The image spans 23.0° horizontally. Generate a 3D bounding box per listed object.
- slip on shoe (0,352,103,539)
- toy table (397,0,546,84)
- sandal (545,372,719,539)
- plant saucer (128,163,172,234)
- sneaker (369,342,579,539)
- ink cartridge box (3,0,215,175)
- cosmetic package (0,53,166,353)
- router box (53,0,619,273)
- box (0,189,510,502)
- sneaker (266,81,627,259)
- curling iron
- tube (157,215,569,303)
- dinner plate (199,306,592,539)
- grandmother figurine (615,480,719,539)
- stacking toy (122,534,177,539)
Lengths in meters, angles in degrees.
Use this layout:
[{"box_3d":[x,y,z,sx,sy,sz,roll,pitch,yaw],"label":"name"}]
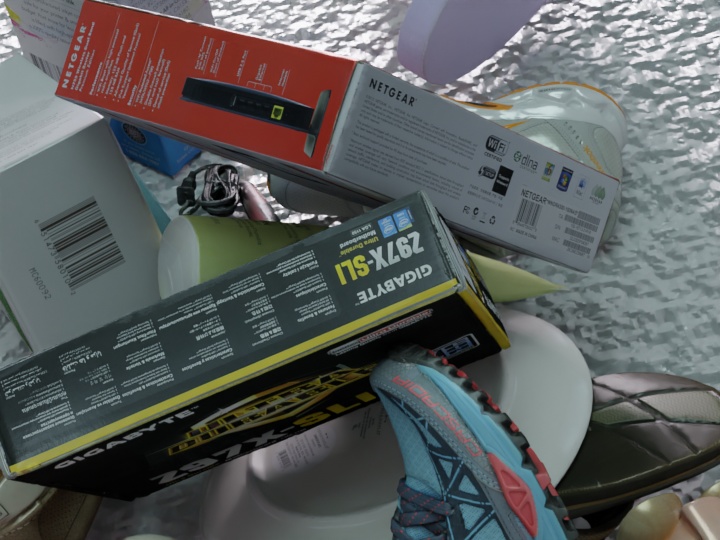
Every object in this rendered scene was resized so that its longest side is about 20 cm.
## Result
[{"box_3d":[-0.142,0.078,0.888,0.076,0.061,0.200,-32,20,25],"label":"slip on shoe"},{"box_3d":[0.053,-0.211,1.054,0.117,0.184,0.200,35,48,19],"label":"toy table"},{"box_3d":[0.081,0.109,0.809,0.200,0.055,0.082,-30,32,3],"label":"sandal"},{"box_3d":[-0.116,-0.029,0.978,0.019,0.070,0.200,-36,48,-5],"label":"plant saucer"},{"box_3d":[0.043,0.127,0.710,0.095,0.200,0.079,-28,6,-7],"label":"sneaker"},{"box_3d":[-0.150,-0.164,1.024,0.115,0.200,0.068,25,56,32],"label":"ink cartridge box"},{"box_3d":[-0.170,-0.036,0.924,0.085,0.108,0.200,-29,23,-14],"label":"cosmetic package"},{"box_3d":[-0.009,-0.061,0.819,0.179,0.200,0.049,19,91,41],"label":"router box"},{"box_3d":[-0.042,0.040,0.766,0.200,0.160,0.049,-23,78,6],"label":"box"},{"box_3d":[0.046,-0.047,0.957,0.200,0.076,0.092,-6,49,9],"label":"sneaker"},{"box_3d":[-0.050,-0.005,0.951,0.050,0.026,0.200,-14,35,-20],"label":"curling iron"},{"box_3d":[0.000,0.000,0.877,0.200,0.052,0.058,2,51,-28],"label":"tube"},{"box_3d":[0.011,0.076,0.835,0.200,0.024,0.200,-21,31,13],"label":"dinner plate"},{"box_3d":[0.177,0.173,0.707,0.121,0.061,0.200,-16,48,-24],"label":"grandmother figurine"},{"box_3d":[-0.139,0.207,0.736,0.200,0.146,0.146,-23,42,17],"label":"stacking toy"}]
